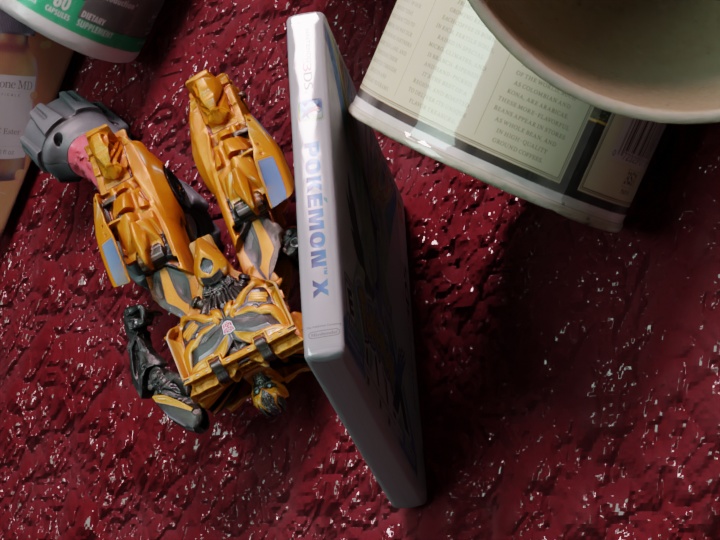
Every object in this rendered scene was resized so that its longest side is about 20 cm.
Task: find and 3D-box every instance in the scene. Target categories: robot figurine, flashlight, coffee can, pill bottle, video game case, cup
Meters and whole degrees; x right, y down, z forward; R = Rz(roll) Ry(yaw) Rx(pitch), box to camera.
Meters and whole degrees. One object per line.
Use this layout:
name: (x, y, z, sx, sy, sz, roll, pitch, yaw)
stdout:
robot figurine: (-0.085, -0.008, 1.246, 0.145, 0.058, 0.200, -28, 62, 9)
flashlight: (-0.160, -0.055, 1.398, 0.200, 0.068, 0.068, 38, 100, 50)
coffee can: (0.098, -0.138, 1.043, 0.146, 0.146, 0.201, 33, 101, 52)
pill bottle: (-0.156, -0.247, 1.435, 0.113, 0.113, 0.200, 43, 110, 50)
video game case: (0.000, 0.000, 1.091, 0.022, 0.200, 0.183, -9, 63, 10)
cup: (0.127, -0.164, 0.893, 0.143, 0.200, 0.201, -74, 8, -83)

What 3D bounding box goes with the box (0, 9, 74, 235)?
box: (-0.297, -0.148, 1.534, 0.106, 0.152, 0.201, 31, 100, 57)
